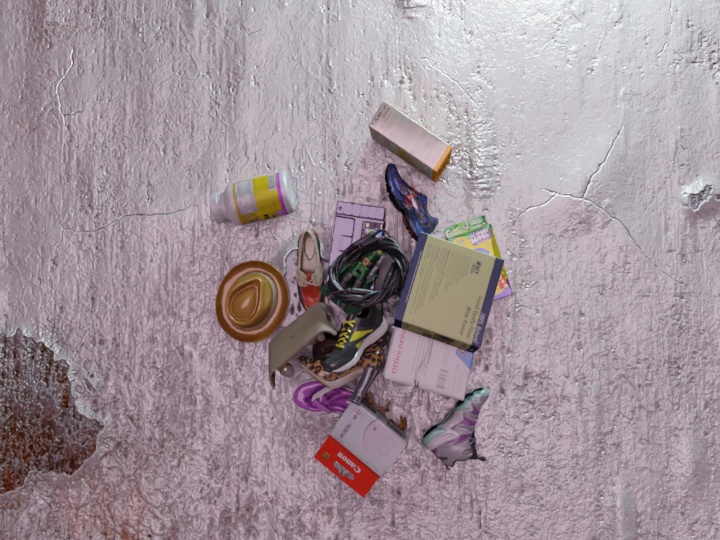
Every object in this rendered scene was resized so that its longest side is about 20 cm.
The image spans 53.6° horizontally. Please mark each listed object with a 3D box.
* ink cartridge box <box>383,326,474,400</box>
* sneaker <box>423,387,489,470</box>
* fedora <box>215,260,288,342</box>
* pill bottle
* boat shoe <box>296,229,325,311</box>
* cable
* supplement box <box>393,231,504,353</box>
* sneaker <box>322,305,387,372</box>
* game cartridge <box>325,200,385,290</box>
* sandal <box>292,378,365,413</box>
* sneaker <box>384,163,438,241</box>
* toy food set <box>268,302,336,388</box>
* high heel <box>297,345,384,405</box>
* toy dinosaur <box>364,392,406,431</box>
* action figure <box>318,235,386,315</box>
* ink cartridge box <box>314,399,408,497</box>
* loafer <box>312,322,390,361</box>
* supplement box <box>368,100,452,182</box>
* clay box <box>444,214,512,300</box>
[{"bbox_3d":[0.163,0.205,1.679,0.194,0.084,0.149,15,86,5],"label":"ink cartridge box"},{"bbox_3d":[0.257,0.382,1.669,0.200,0.078,0.140,-43,85,10],"label":"sneaker"},{"bbox_3d":[-0.269,0.073,1.725,0.194,0.082,0.207,0,86,4],"label":"fedora"},{"bbox_3d":[-0.262,-0.171,1.732,0.194,0.104,0.108,-12,85,4],"label":"pill bottle"},{"bbox_3d":[-0.122,0.003,1.729,0.069,0.063,0.207,-1,87,3],"label":"boat shoe"},{"bbox_3d":[0.013,0.008,1.626,0.197,0.051,0.165,-31,68,0],"label":"cable"},{"bbox_3d":[0.194,0.053,1.591,0.194,0.134,0.205,17,80,5],"label":"supplement box"},{"bbox_3d":[-0.023,0.148,1.611,0.200,0.073,0.086,-43,119,-32],"label":"sneaker"},{"bbox_3d":[-0.009,-0.060,1.739,0.126,0.038,0.207,7,87,9],"label":"game cartridge"},{"bbox_3d":[-0.067,0.307,1.708,0.196,0.050,0.085,7,86,3],"label":"sandal"},{"bbox_3d":[0.120,-0.170,1.723,0.077,0.075,0.204,-29,92,-7],"label":"sneaker"},{"bbox_3d":[-0.139,0.174,1.670,0.199,0.144,0.061,-40,112,9],"label":"toy food set"},{"bbox_3d":[-0.043,0.207,1.664,0.197,0.072,0.145,26,76,25],"label":"high heel"},{"bbox_3d":[0.058,0.379,1.701,0.103,0.060,0.206,-10,97,15],"label":"toy dinosaur"},{"bbox_3d":[0.000,0.000,1.695,0.117,0.055,0.202,36,86,9],"label":"action figure"},{"bbox_3d":[-0.003,0.421,1.669,0.161,0.057,0.202,36,102,6],"label":"ink cartridge box"},{"bbox_3d":[-0.026,0.162,1.695,0.194,0.073,0.073,-13,107,4],"label":"loafer"},{"bbox_3d":[0.119,-0.305,1.698,0.198,0.126,0.074,35,90,5],"label":"supplement box"},{"bbox_3d":[0.279,-0.023,1.704,0.112,0.048,0.206,-18,86,3],"label":"clay box"}]
